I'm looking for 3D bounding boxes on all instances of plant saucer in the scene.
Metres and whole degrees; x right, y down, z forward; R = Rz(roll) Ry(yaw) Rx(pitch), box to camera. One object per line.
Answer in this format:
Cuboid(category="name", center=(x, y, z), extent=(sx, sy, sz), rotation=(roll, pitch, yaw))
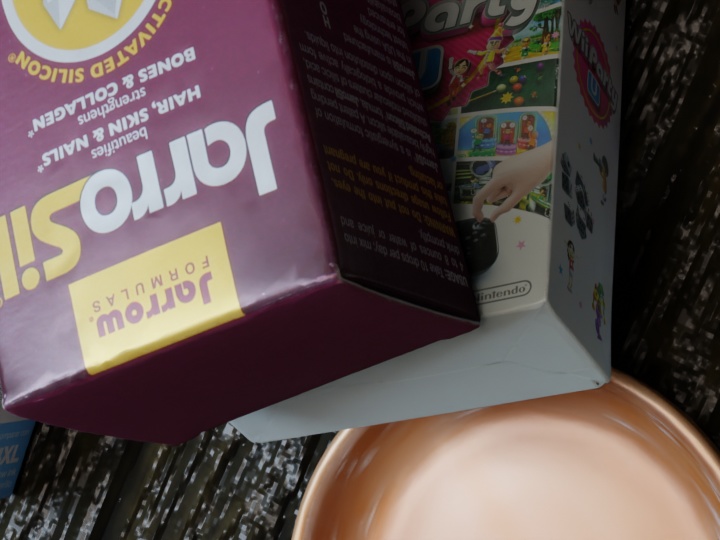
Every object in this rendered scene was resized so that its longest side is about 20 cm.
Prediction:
Cuboid(category="plant saucer", center=(0.066, 0.128, 0.853), extent=(0.200, 0.037, 0.200), rotation=(0, 89, 28))

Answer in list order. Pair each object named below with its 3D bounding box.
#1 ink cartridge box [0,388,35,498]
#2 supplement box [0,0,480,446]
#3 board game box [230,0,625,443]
Cuboid(category="ink cartridge box", center=(-0.199, -0.014, 0.939), extent=(0.129, 0.125, 0.200), rotation=(24, 100, 25))
Cuboid(category="supplement box", center=(-0.058, -0.059, 0.731), extent=(0.131, 0.103, 0.200), rotation=(-22, 71, 23))
Cuboid(category="board game box", center=(0.019, -0.047, 0.815), extent=(0.148, 0.064, 0.200), rotation=(-11, 55, 26))
